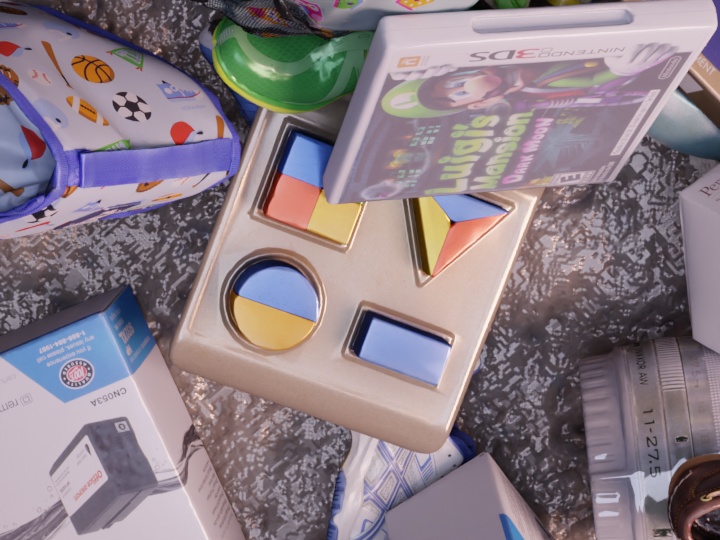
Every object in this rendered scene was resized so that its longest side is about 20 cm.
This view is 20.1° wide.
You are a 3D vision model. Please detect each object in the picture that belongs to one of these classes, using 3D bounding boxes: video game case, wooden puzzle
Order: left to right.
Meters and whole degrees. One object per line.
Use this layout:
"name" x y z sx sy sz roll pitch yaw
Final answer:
"wooden puzzle" 0.000 0.000 1.241 0.185 0.046 0.201 20 99 -11
"video game case" 0.082 -0.090 1.132 0.181 0.200 0.023 -5 70 -12

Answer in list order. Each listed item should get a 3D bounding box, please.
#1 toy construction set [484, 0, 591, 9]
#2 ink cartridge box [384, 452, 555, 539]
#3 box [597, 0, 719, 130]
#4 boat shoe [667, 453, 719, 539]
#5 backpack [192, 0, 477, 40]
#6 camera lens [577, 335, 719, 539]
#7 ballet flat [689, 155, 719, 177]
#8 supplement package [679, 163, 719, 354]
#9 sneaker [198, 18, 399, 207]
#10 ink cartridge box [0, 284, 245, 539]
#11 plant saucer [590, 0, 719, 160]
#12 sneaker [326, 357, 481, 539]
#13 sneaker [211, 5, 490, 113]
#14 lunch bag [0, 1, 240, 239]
"toy construction set" 0.106 -0.219 1.131 0.131 0.092 0.200 39 113 -5
"ink cartridge box" 0.109 0.237 1.276 0.084 0.146 0.200 -32 117 10
"box" 0.239 -0.190 1.194 0.121 0.032 0.200 42 72 -16
"boat shoe" 0.274 0.138 1.144 0.199 0.070 0.071 -4 100 4
"backpack" -0.013 -0.214 1.060 0.199 0.153 0.177 10 82 35
"camera lens" 0.241 0.117 1.260 0.199 0.160 0.161 -6 102 6
"ballet flat" 0.209 -0.127 1.257 0.072 0.072 0.200 -31 98 10
"supplement package" 0.294 0.009 1.155 0.117 0.200 0.118 -36 135 -24
"sneaker" -0.037 -0.073 1.282 0.077 0.076 0.200 -41 95 7
"ink cartridge box" -0.182 0.133 1.335 0.145 0.084 0.201 -22 100 9
"plant saucer" 0.220 -0.167 1.217 0.199 0.027 0.201 1 88 -21
"sneaker" 0.029 0.132 1.324 0.088 0.075 0.201 10 104 2
"sneaker" 0.010 -0.138 1.190 0.199 0.084 0.074 -2 65 -19
"lunch bag" -0.194 -0.085 1.208 0.199 0.170 0.124 20 108 30
